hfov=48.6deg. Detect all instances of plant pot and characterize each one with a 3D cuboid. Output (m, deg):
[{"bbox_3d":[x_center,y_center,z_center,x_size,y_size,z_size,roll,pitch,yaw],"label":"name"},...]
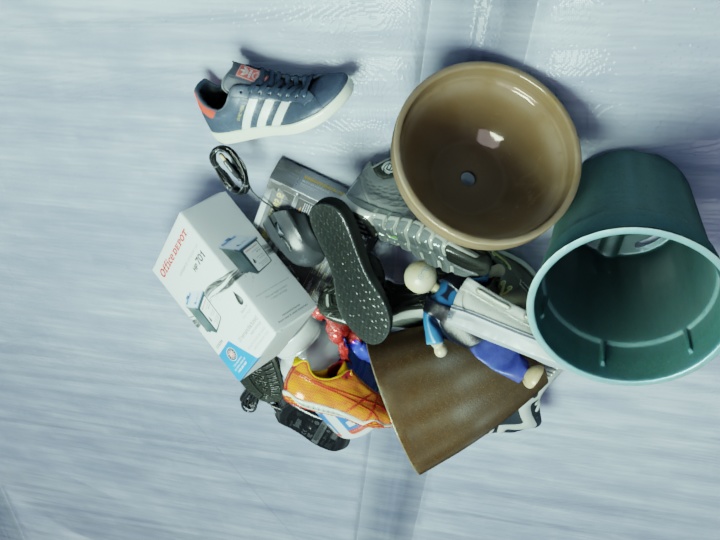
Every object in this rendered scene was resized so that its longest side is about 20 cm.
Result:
[{"bbox_3d":[0.133,0.138,1.036,0.199,0.187,0.188,-23,124,5],"label":"plant pot"},{"bbox_3d":[0.127,-0.112,0.857,0.199,0.202,0.093,22,164,-1],"label":"plant pot"},{"bbox_3d":[0.284,-0.017,0.851,0.198,0.197,0.201,8,129,10],"label":"plant pot"}]

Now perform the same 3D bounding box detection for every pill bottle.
[{"bbox_3d":[-0.049,0.148,1.186,0.112,0.113,0.200,-18,123,32],"label":"pill bottle"}]

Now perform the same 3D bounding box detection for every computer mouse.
[{"bbox_3d":[-0.095,0.212,1.314,0.199,0.046,0.141,24,130,4],"label":"computer mouse"},{"bbox_3d":[-0.117,-0.074,0.993,0.058,0.034,0.200,-27,117,38],"label":"computer mouse"}]

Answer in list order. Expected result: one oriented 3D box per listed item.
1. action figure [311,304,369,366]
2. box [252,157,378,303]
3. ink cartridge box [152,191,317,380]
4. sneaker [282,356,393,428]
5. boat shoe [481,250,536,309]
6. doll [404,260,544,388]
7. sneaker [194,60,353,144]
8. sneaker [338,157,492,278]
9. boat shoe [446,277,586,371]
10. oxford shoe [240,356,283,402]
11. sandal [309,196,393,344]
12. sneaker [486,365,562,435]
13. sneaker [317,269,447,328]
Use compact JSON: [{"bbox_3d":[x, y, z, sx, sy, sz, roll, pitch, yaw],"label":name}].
[{"bbox_3d":[-0.005,0.097,1.118,0.051,0.066,0.200,-2,150,37],"label":"action figure"},{"bbox_3d":[-0.069,-0.035,1.069,0.157,0.049,0.201,25,135,-3],"label":"box"},{"bbox_3d":[-0.170,0.022,1.054,0.200,0.086,0.147,49,138,8],"label":"ink cartridge box"},{"bbox_3d":[-0.011,0.171,1.108,0.199,0.078,0.073,23,174,-31],"label":"sneaker"},{"bbox_3d":[0.160,0.001,1.013,0.201,0.061,0.072,41,131,-19],"label":"boat shoe"},{"bbox_3d":[0.139,0.051,0.953,0.199,0.137,0.048,33,171,-1],"label":"doll"},{"bbox_3d":[-0.106,-0.204,0.908,0.199,0.075,0.085,-10,132,27],"label":"sneaker"},{"bbox_3d":[0.077,-0.078,0.925,0.199,0.116,0.075,25,164,16],"label":"sneaker"},{"bbox_3d":[0.200,0.063,0.902,0.199,0.070,0.071,21,175,3],"label":"boat shoe"},{"bbox_3d":[-0.158,0.106,1.202,0.072,0.085,0.201,-13,111,18],"label":"oxford shoe"},{"bbox_3d":[0.001,0.000,0.953,0.075,0.048,0.202,6,125,38],"label":"sandal"},{"bbox_3d":[0.236,0.166,1.135,0.199,0.080,0.129,-49,145,12],"label":"sneaker"},{"bbox_3d":[0.041,0.049,1.059,0.198,0.074,0.080,-1,150,-11],"label":"sneaker"}]
